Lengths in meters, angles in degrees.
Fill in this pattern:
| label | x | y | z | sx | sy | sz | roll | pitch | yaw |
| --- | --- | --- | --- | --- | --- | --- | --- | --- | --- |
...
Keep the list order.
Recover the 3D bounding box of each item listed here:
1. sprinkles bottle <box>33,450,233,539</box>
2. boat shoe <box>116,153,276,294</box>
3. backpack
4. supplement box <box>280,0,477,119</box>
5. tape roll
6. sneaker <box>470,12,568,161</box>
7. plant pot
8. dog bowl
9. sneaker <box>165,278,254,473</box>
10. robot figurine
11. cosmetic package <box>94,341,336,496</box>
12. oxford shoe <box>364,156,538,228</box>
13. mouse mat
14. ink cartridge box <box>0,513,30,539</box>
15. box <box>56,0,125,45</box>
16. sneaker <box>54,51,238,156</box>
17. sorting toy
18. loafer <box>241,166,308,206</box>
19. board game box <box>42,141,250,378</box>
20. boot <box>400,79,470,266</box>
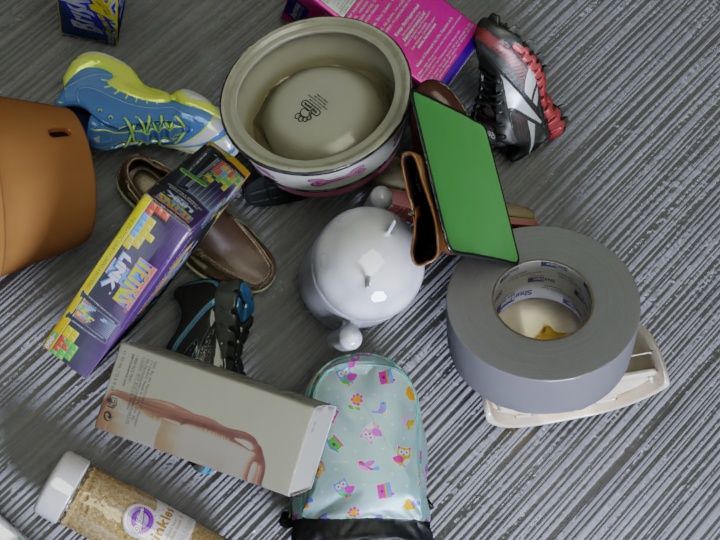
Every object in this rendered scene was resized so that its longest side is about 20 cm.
| label | x | y | z | sx | sy | sz | roll | pitch | yaw |
| --- | --- | --- | --- | --- | --- | --- | --- | --- | --- |
| sprinkles bottle | -0.223 | 0.256 | 1.101 | 0.199 | 0.068 | 0.069 | 30 | 75 | -7 |
| boat shoe | -0.173 | -0.047 | 1.160 | 0.202 | 0.075 | 0.075 | 35 | 75 | -5 |
| backpack | 0.004 | 0.188 | 1.135 | 0.165 | 0.127 | 0.202 | 2 | 77 | -9 |
| supplement box | 0.023 | -0.273 | 1.230 | 0.199 | 0.101 | 0.104 | 38 | 75 | -4 |
| tape roll | 0.189 | 0.049 | 1.154 | 0.198 | 0.066 | 0.202 | -3 | 51 | 4 |
| sneaker | 0.162 | -0.194 | 1.222 | 0.098 | 0.201 | 0.071 | -42 | 50 | -3 |
| plant pot | -0.345 | -0.084 | 1.078 | 0.139 | 0.200 | 0.202 | -9 | 82 | -30 |
| dog bowl | -0.041 | -0.163 | 1.143 | 0.198 | 0.074 | 0.202 | -4 | 60 | 7 |
| sneaker | -0.162 | 0.108 | 1.150 | 0.081 | 0.073 | 0.202 | 4 | 82 | 16 |
| robot figurine | 0.000 | 0.000 | 1.126 | 0.112 | 0.200 | 0.171 | 12 | 79 | -9 |
| cosmetic package | -0.135 | 0.139 | 1.049 | 0.198 | 0.103 | 0.088 | 16 | 86 | 13 |
| oxford shoe | 0.107 | -0.087 | 1.234 | 0.198 | 0.070 | 0.076 | 12 | 76 | -11 |
| mouse mat | 0.106 | -0.087 | 1.090 | 0.007 | 0.200 | 0.162 | -17 | 79 | 24 |
| ink cartridge box | -0.390 | 0.337 | 1.060 | 0.161 | 0.050 | 0.200 | 42 | 72 | -3 |
| box | -0.271 | -0.300 | 1.116 | 0.064 | 0.200 | 0.071 | 10 | 77 | -10 |
| sneaker | -0.229 | -0.147 | 1.153 | 0.199 | 0.076 | 0.105 | 24 | 50 | 3 |
| sorting toy | 0.212 | 0.070 | 1.222 | 0.198 | 0.107 | 0.182 | -9 | 70 | -3 |
| loafer | -0.049 | -0.138 | 1.216 | 0.199 | 0.073 | 0.073 | -28 | 59 | -11 |
| board game box | -0.201 | -0.013 | 1.056 | 0.057 | 0.166 | 0.200 | 37 | 117 | -5 |
| boot | 0.064 | -0.103 | 1.094 | 0.068 | 0.200 | 0.190 | -3 | 92 | 19 |
